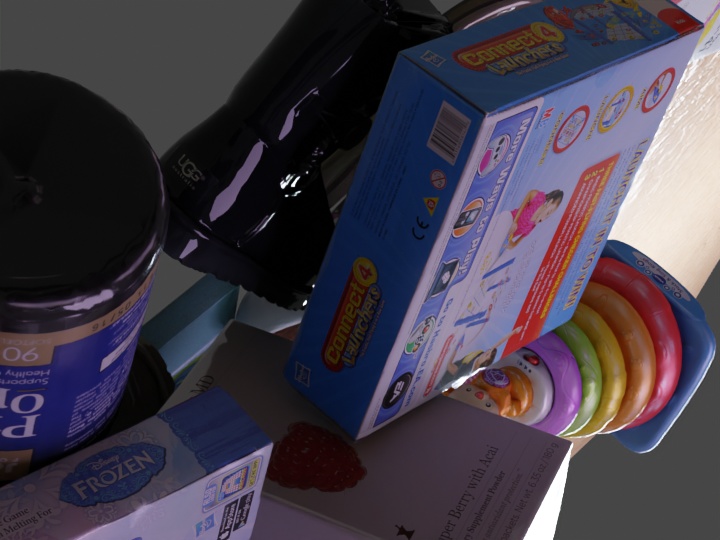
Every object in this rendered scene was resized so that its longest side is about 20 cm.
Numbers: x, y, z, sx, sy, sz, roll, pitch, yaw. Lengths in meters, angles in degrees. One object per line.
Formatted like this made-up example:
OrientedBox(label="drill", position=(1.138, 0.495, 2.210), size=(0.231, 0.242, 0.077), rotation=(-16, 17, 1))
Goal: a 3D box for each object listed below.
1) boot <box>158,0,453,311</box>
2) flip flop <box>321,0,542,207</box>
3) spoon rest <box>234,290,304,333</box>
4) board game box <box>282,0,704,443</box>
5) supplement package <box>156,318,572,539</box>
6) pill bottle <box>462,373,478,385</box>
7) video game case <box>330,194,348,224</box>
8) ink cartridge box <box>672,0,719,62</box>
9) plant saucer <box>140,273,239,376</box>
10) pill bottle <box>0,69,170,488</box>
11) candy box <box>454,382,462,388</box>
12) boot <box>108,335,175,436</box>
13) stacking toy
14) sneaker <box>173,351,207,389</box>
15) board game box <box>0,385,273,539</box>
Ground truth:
OrientedBox(label="boot", position=(-0.014, -0.067, 1.011), size=(0.168, 0.077, 0.200), rotation=(-45, 160, 10))
OrientedBox(label="flip flop", position=(0.034, -0.084, 1.142), size=(0.200, 0.058, 0.081), rotation=(-44, 165, -8))
OrientedBox(label="spoon rest", position=(0.000, 0.000, 1.148), size=(0.200, 0.061, 0.099), rotation=(-35, 175, 43))
OrientedBox(label="board game box", position=(0.067, -0.035, 1.012), size=(0.195, 0.056, 0.201), rotation=(-25, 145, -47))
OrientedBox(label="supplement package", position=(-0.009, 0.132, 1.039), size=(0.121, 0.198, 0.121), rotation=(-54, 157, -49))
OrientedBox(label="pill bottle", position=(0.044, 0.091, 1.534), size=(0.200, 0.110, 0.110), rotation=(-40, 165, -19))
OrientedBox(label="video game case", position=(0.041, -0.035, 1.336), size=(0.181, 0.036, 0.200), rotation=(-42, 165, -22))
OrientedBox(label="ink cartridge box", position=(0.196, -0.198, 1.237), size=(0.199, 0.086, 0.148), rotation=(-24, 153, -52))
OrientedBox(label="plant saucer", position=(-0.143, 0.070, 1.141), size=(0.200, 0.019, 0.070), rotation=(-39, 164, -24))
OrientedBox(label="pill bottle", position=(-0.145, 0.020, 0.816), size=(0.112, 0.112, 0.201), rotation=(-36, 162, -32))
OrientedBox(label="candy box", position=(0.088, -0.024, 1.245), size=(0.201, 0.077, 0.169), rotation=(-56, 172, 35))
OrientedBox(label="boot", position=(-0.163, 0.133, 1.006), size=(0.200, 0.072, 0.184), rotation=(-18, 112, -65))
OrientedBox(label="stacking toy", position=(0.110, 0.061, 1.188), size=(0.199, 0.116, 0.110), rotation=(-19, 143, -49))
OrientedBox(label="sneaker", position=(-0.112, 0.111, 1.181), size=(0.200, 0.076, 0.105), rotation=(-42, -179, -10))
OrientedBox(label="board game box", position=(-0.141, 0.164, 0.858), size=(0.198, 0.043, 0.201), rotation=(-25, 146, -36))
